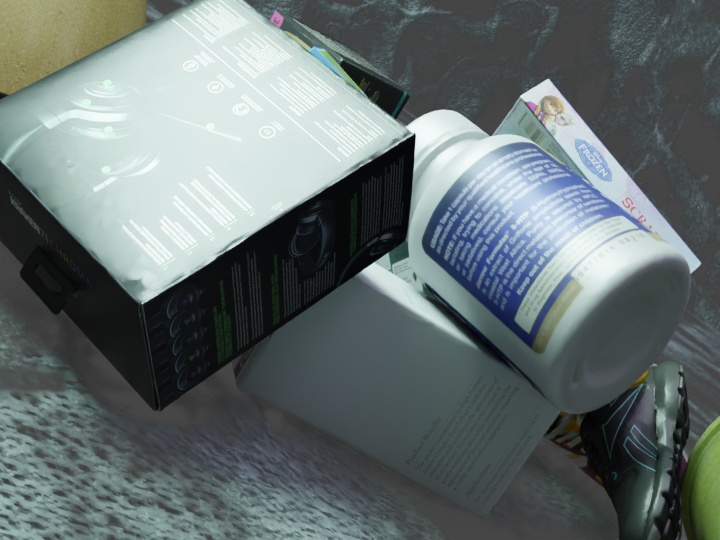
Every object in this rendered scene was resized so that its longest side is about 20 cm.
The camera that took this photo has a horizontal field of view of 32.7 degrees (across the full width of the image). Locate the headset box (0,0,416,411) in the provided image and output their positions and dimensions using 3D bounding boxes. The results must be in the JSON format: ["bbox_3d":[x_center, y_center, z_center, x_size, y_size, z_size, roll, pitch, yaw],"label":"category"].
[{"bbox_3d":[-0.099,-0.045,0.688,0.174,0.199,0.094,40,-32,28],"label":"headset box"}]

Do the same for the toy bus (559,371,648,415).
[{"bbox_3d":[0.171,0.057,0.929,0.200,0.077,0.066,-19,94,-81],"label":"toy bus"}]

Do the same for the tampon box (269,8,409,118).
[{"bbox_3d":[-0.057,-0.218,1.581,0.126,0.151,0.199,40,13,25],"label":"tampon box"}]

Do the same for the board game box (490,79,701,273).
[{"bbox_3d":[0.173,-0.031,1.078,0.041,0.200,0.201,-32,79,-30],"label":"board game box"}]

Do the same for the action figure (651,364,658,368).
[{"bbox_3d":[0.240,0.107,1.232,0.119,0.102,0.200,43,8,-14],"label":"action figure"}]

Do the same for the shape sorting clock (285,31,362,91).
[{"bbox_3d":[-0.004,-0.137,1.108,0.200,0.039,0.200,47,8,-8],"label":"shape sorting clock"}]

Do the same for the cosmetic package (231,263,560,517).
[{"bbox_3d":[0.023,0.066,0.794,0.198,0.102,0.074,32,10,-18],"label":"cosmetic package"}]

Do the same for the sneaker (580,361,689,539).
[{"bbox_3d":[0.209,0.152,0.948,0.078,0.076,0.201,-2,34,19],"label":"sneaker"}]

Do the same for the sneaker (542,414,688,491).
[{"bbox_3d":[0.188,0.135,1.058,0.199,0.076,0.090,33,11,37],"label":"sneaker"}]

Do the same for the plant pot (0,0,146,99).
[{"bbox_3d":[-0.213,-0.197,0.795,0.183,0.203,0.186,14,-5,1],"label":"plant pot"}]

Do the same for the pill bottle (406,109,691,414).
[{"bbox_3d":[0.100,-0.015,0.785,0.200,0.121,0.119,43,15,35],"label":"pill bottle"}]

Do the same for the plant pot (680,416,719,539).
[{"bbox_3d":[0.335,0.216,0.901,0.199,0.202,0.184,34,23,2],"label":"plant pot"}]

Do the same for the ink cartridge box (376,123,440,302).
[{"bbox_3d":[0.075,-0.002,0.976,0.146,0.082,0.204,15,64,-58],"label":"ink cartridge box"}]
